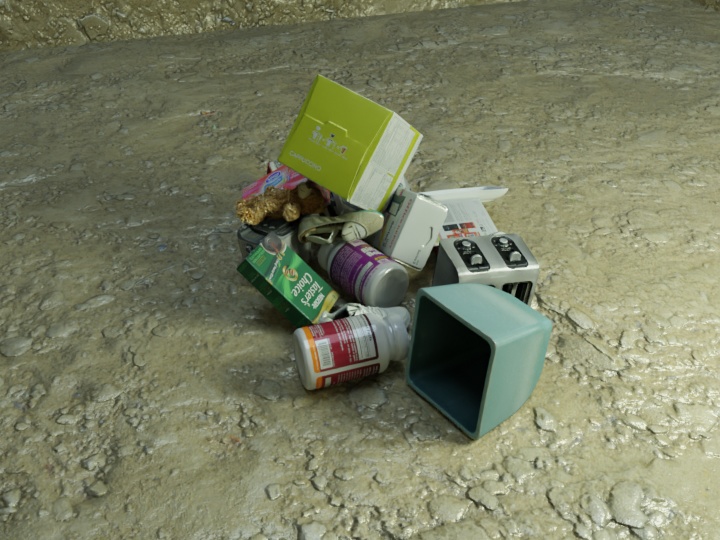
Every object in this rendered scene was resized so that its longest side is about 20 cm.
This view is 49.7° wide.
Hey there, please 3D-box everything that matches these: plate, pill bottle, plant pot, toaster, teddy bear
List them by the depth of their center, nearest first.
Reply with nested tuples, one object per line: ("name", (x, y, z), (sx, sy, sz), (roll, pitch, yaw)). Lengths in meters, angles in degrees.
("plant pot", (0.223, 0.136, 1.358), (0.198, 0.199, 0.195), (-14, 34, -33))
("pill bottle", (-0.017, 0.142, 1.421), (0.197, 0.114, 0.113), (-11, 34, -15))
("toaster", (0.231, 0.038, 1.512), (0.178, 0.202, 0.119), (-4, 34, -18))
("pill bottle", (0.000, 0.000, 1.637), (0.111, 0.114, 0.199), (-25, 40, -31))
("teddy bear", (-0.175, -0.146, 1.658), (0.197, 0.068, 0.145), (-6, 20, 6))
("toaster", (-0.181, -0.059, 1.721), (0.113, 0.131, 0.200), (19, 39, 28))
("plate", (0.246, -0.184, 1.927), (0.196, 0.033, 0.200), (-6, 8, -6))

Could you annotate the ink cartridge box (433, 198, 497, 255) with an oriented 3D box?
("ink cartridge box", (0.211, -0.079, 1.770), (0.173, 0.085, 0.201), (-4, 33, -6))

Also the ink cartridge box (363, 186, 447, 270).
("ink cartridge box", (0.095, -0.100, 1.692), (0.087, 0.147, 0.200), (20, 7, -22))

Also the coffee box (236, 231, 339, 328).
("coffee box", (-0.142, 0.025, 1.565), (0.200, 0.044, 0.123), (45, 38, -6))

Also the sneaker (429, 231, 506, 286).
("sneaker", (0.226, -0.019, 1.643), (0.200, 0.079, 0.079), (-43, 47, -16))

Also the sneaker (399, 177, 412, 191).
("sneaker", (0.095, -0.170, 1.894), (0.077, 0.140, 0.202), (-15, 54, 22))

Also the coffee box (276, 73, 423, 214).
("coffee box", (-0.020, -0.258, 1.634), (0.198, 0.202, 0.197), (31, 7, 22))

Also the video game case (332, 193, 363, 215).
("video game case", (0.013, -0.152, 1.865), (0.181, 0.023, 0.201), (25, 24, -25))

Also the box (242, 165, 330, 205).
("box", (-0.177, -0.175, 1.828), (0.198, 0.095, 0.104), (-26, 46, 24))

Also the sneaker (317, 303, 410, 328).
("sneaker", (0.008, 0.100, 1.515), (0.197, 0.082, 0.075), (-13, 33, -19))

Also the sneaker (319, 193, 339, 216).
("sneaker", (-0.080, -0.135, 1.864), (0.076, 0.089, 0.201), (8, 32, -22))

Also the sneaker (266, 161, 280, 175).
("sneaker", (-0.190, -0.220, 2.029), (0.081, 0.079, 0.201), (-14, 44, -25))

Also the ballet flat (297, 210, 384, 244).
("ballet flat", (-0.042, -0.082, 1.628), (0.197, 0.068, 0.063), (-3, 50, 27))
